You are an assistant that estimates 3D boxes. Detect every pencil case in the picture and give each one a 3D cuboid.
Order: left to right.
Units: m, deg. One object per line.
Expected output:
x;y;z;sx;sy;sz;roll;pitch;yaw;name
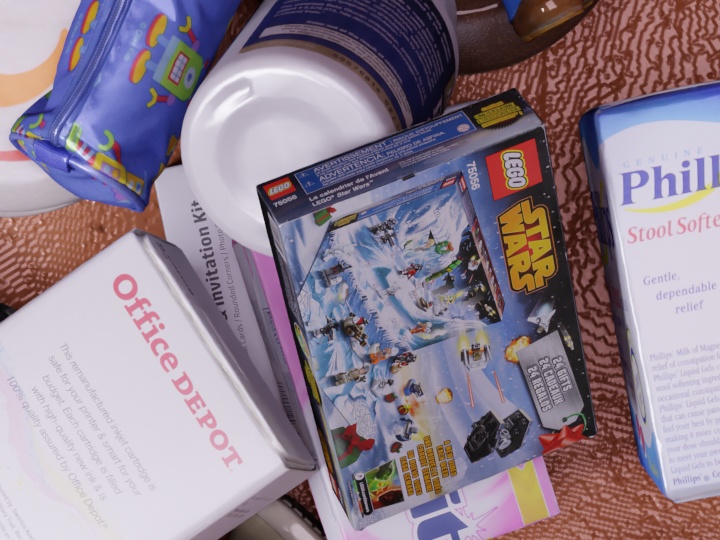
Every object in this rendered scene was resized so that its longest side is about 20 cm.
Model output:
-0.104;-0.131;1.478;0.078;0.087;0.201;22;86;27;pencil case

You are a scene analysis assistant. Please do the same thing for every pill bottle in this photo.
-0.012;-0.096;1.524;0.111;0.200;0.112;7;119;13;pill bottle

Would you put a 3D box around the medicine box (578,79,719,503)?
0.182;0.006;1.550;0.102;0.182;0.201;-11;91;2;medicine box

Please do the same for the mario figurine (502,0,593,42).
0.071;-0.224;1.547;0.106;0.123;0.200;-32;94;15;mario figurine

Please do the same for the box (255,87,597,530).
0.036;0.021;1.459;0.136;0.040;0.201;-20;129;-10;box

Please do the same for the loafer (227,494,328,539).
-0.001;0.205;1.620;0.200;0.076;0.068;45;94;10;loafer

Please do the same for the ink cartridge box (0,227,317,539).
-0.144;0.095;1.512;0.200;0.087;0.146;-35;80;7;ink cartridge box

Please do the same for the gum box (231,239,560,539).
0.016;0.050;1.564;0.113;0.066;0.201;-18;92;-10;gum box

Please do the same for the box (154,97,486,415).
0.000;0.000;1.628;0.199;0.041;0.157;-11;91;3;box

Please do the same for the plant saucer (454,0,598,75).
0.050;-0.207;1.623;0.199;0.037;0.201;0;91;2;plant saucer

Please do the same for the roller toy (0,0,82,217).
-0.189;-0.118;1.580;0.200;0.140;0.183;-37;95;-7;roller toy

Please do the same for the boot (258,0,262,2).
-0.072;-0.244;1.565;0.131;0.070;0.201;29;137;24;boot

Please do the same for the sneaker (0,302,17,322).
-0.244;0.022;1.619;0.200;0.075;0.079;48;124;15;sneaker
